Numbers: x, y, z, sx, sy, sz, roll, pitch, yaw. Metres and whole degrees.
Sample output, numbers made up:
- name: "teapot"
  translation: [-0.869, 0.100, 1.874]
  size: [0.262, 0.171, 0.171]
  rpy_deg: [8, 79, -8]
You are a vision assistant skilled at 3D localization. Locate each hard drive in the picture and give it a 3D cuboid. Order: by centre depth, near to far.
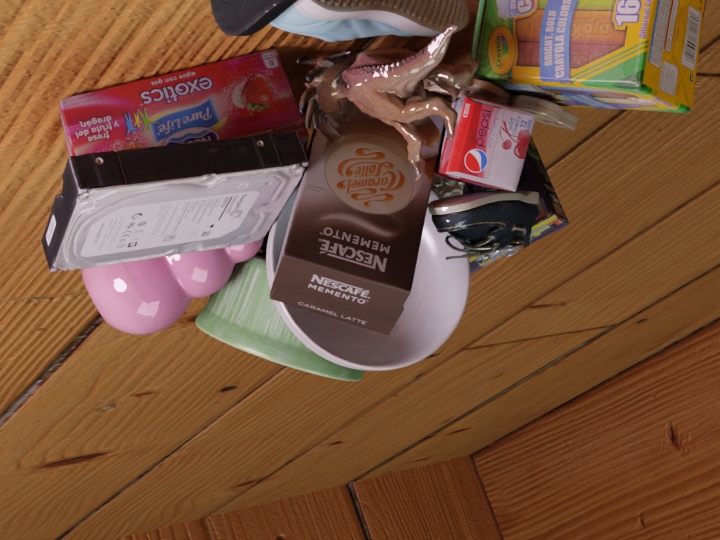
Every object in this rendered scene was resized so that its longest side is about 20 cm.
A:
- name: "hard drive"
  translation: [-0.156, -0.056, 1.040]
  size: [0.199, 0.038, 0.140]
  rpy_deg: [-10, 157, -30]

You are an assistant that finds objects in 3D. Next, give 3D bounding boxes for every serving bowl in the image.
- name: "serving bowl"
  translation: [0.000, 0.000, 1.167]
  size: [0.199, 0.201, 0.066]
  rpy_deg: [-12, 172, -25]

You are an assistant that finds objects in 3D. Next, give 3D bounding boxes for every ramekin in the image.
- name: "ramekin"
  translation: [-0.077, 0.046, 1.401]
  size: [0.199, 0.098, 0.200]
  rpy_deg: [19, -178, -1]

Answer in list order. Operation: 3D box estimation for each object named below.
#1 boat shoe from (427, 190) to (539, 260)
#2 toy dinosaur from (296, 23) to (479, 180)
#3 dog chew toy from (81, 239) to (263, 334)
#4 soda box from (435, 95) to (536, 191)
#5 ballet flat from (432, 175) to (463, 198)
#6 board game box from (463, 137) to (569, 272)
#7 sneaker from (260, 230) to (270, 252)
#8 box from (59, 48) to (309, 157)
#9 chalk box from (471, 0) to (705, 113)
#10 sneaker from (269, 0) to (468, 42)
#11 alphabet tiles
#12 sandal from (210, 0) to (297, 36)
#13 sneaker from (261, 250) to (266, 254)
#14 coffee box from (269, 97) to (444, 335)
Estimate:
- name: "boat shoe"
  translation: [0.116, -0.042, 1.143]
  size: [0.075, 0.062, 0.200]
  rpy_deg: [0, -176, 21]
- name: "toy dinosaur"
  translation: [0.013, -0.150, 1.002]
  size: [0.135, 0.086, 0.200]
  rpy_deg: [23, 168, -6]
- name: "dog chew toy"
  translation: [-0.191, -0.017, 1.312]
  size: [0.199, 0.125, 0.125]
  rpy_deg: [-28, 163, -1]
- name: "soda box"
  translation: [0.104, -0.111, 1.097]
  size: [0.063, 0.070, 0.200]
  rpy_deg: [14, -176, -2]
- name: "ballet flat"
  translation: [0.057, -0.032, 1.254]
  size: [0.200, 0.072, 0.072]
  rpy_deg: [-50, 167, -11]
- name: "board game box"
  translation: [0.105, -0.083, 1.359]
  size: [0.199, 0.166, 0.057]
  rpy_deg: [-27, 162, 21]
- name: "sneaker"
  translation: [-0.057, -0.031, 1.382]
  size: [0.082, 0.074, 0.200]
  rpy_deg: [12, 175, -43]
- name: "box"
  translation: [-0.155, -0.111, 1.096]
  size: [0.199, 0.096, 0.100]
  rpy_deg: [-16, 162, -15]
- name: "chalk box"
  translation: [0.180, -0.211, 1.071]
  size: [0.199, 0.125, 0.124]
  rpy_deg: [8, 180, 34]
- name: "sneaker"
  translation: [0.000, -0.222, 1.011]
  size: [0.199, 0.074, 0.082]
  rpy_deg: [0, 171, -42]
- name: "alphabet tiles"
  translation: [0.097, -0.162, 1.149]
  size: [0.199, 0.015, 0.195]
  rpy_deg: [17, -176, 25]
- name: "sandal"
  translation: [-0.053, -0.231, 0.884]
  size: [0.048, 0.076, 0.200]
  rpy_deg: [-8, 160, -45]
- name: "sneaker"
  translation: [-0.057, -0.030, 1.531]
  size: [0.199, 0.070, 0.093]
  rpy_deg: [-33, 179, 25]
- name: "coffee box"
  translation: [0.000, -0.060, 1.085]
  size: [0.114, 0.201, 0.080]
  rpy_deg: [16, 148, -6]
